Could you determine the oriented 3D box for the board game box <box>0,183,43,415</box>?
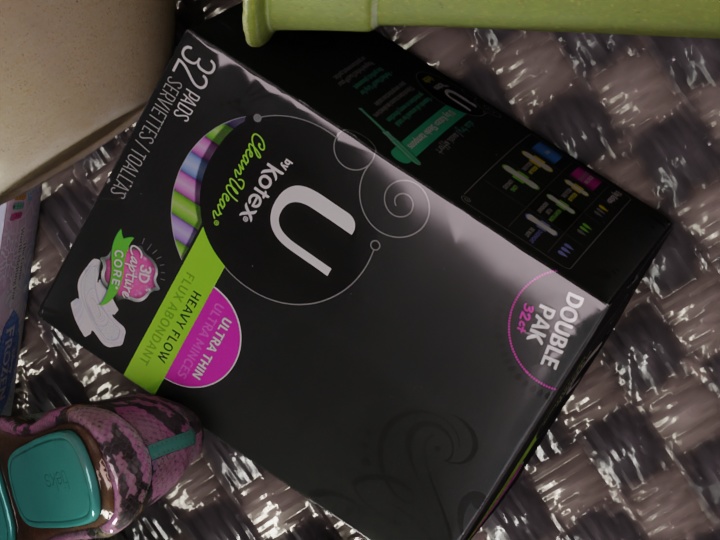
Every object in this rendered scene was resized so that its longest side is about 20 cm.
[{"bbox_3d":[-0.248,-0.011,1.221,0.199,0.043,0.200,16,111,14],"label":"board game box"}]

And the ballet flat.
[{"bbox_3d":[-0.128,0.085,1.117,0.200,0.071,0.069,-16,88,54],"label":"ballet flat"}]

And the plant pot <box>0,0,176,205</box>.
[{"bbox_3d":[-0.151,-0.103,1.074,0.200,0.200,0.135,-32,92,24],"label":"plant pot"}]

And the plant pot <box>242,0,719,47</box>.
[{"bbox_3d":[0.068,-0.164,1.008,0.189,0.200,0.201,12,109,2],"label":"plant pot"}]

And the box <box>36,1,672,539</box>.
[{"bbox_3d":[0.000,0.000,1.095,0.200,0.124,0.149,34,114,7],"label":"box"}]
